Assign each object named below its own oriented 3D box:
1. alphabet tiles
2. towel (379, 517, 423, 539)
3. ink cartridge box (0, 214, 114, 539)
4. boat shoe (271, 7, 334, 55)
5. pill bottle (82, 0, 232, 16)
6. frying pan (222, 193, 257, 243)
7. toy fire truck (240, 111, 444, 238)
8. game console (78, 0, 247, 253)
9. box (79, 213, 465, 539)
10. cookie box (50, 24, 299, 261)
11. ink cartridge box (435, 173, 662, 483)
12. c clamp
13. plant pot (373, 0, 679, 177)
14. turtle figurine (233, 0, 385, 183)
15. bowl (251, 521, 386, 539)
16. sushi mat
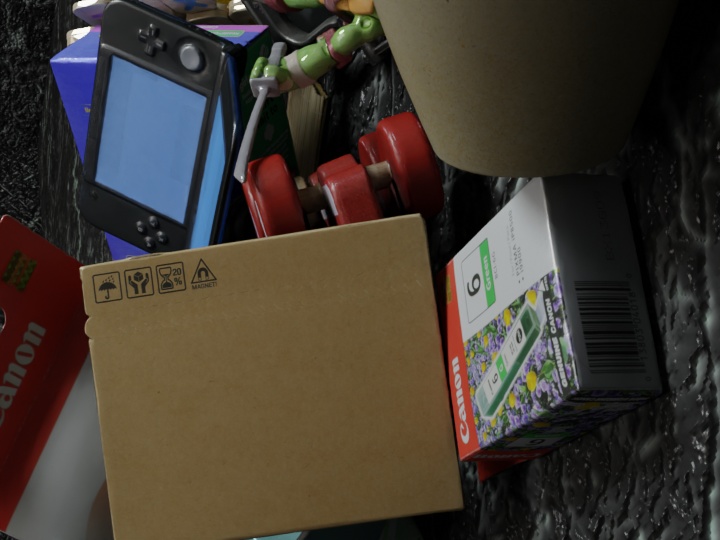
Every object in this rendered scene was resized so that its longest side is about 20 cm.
[{"bbox_3d":[-0.150,-0.201,1.073,0.195,0.197,0.015,25,-118,-67],"label":"alphabet tiles"},{"bbox_3d":[-0.007,0.196,0.922,0.200,0.023,0.154,-122,39,-57],"label":"towel"},{"bbox_3d":[-0.150,0.085,0.712,0.050,0.200,0.164,2,63,46],"label":"ink cartridge box"},{"bbox_3d":[-0.037,-0.259,0.968,0.071,0.069,0.204,-150,62,-64],"label":"boat shoe"},{"bbox_3d":[-0.136,-0.270,1.055,0.111,0.197,0.113,-179,90,-69],"label":"pill bottle"},{"bbox_3d":[-0.039,0.009,0.983,0.114,0.191,0.031,-22,27,24],"label":"frying pan"},{"bbox_3d":[0.000,0.000,0.794,0.200,0.111,0.170,177,75,-83],"label":"toy fire truck"},{"bbox_3d":[-0.152,-0.070,0.906,0.118,0.169,0.202,-48,-21,-55],"label":"game console"},{"bbox_3d":[-0.050,0.064,0.687,0.021,0.197,0.166,41,-139,-85],"label":"box"},{"bbox_3d":[-0.143,-0.097,1.019,0.075,0.169,0.202,-55,-37,-48],"label":"cookie box"},{"bbox_3d":[0.079,0.040,0.654,0.200,0.050,0.110,132,135,-60],"label":"ink cartridge box"},{"bbox_3d":[-0.048,-0.227,0.911,0.201,0.027,0.171,52,152,-3],"label":"c clamp"},{"bbox_3d":[0.072,-0.152,0.545,0.188,0.185,0.203,-128,29,-60],"label":"plant pot"},{"bbox_3d":[-0.048,-0.191,0.763,0.194,0.199,0.145,42,158,50],"label":"turtle figurine"},{"bbox_3d":[-0.054,0.140,0.818,0.199,0.105,0.203,-24,48,30],"label":"bowl"},{"bbox_3d":[-0.059,-0.073,1.100,0.096,0.012,0.203,-129,44,-62],"label":"sushi mat"}]
